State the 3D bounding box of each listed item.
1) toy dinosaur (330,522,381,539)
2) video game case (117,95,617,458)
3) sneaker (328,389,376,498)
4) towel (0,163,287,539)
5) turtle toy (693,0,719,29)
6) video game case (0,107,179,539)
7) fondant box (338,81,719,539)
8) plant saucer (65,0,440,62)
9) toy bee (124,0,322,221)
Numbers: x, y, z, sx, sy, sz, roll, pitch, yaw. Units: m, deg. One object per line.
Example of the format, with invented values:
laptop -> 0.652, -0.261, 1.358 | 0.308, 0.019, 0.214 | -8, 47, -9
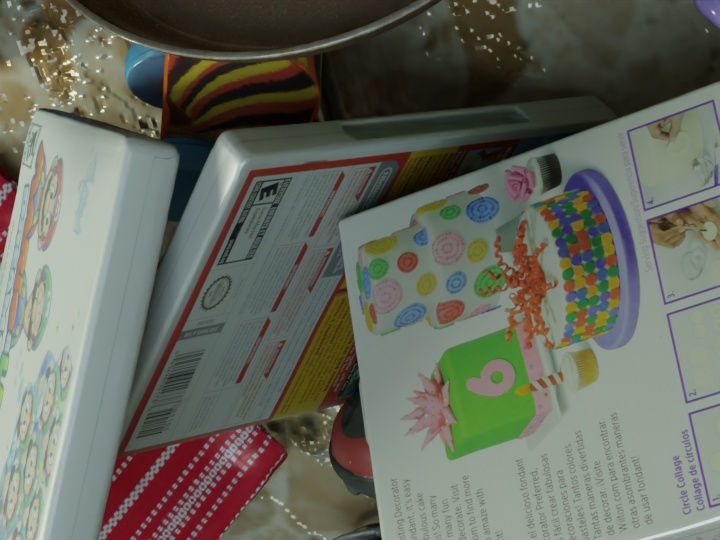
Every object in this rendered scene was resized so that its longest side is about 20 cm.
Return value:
toy dinosaur -> 0.053, 0.131, 0.877 | 0.199, 0.105, 0.182 | -4, 120, -21
video game case -> 0.000, 0.000, 0.749 | 0.017, 0.199, 0.143 | 48, 127, 29
sneaker -> 0.066, 0.015, 0.763 | 0.200, 0.071, 0.098 | -30, 132, 6
towel -> -0.141, 0.063, 0.854 | 0.200, 0.145, 0.022 | 45, 159, -12
turtle toy -> 0.143, -0.132, 0.667 | 0.199, 0.146, 0.101 | 8, 141, 13
video game case -> -0.118, 0.043, 0.737 | 0.024, 0.182, 0.201 | 12, 93, -20
fondant box -> 0.099, 0.025, 0.652 | 0.199, 0.145, 0.058 | -19, 152, 20
plant saucer -> -0.021, -0.149, 0.680 | 0.199, 0.201, 0.032 | 0, 151, 16
toy bee -> -0.043, -0.057, 0.781 | 0.108, 0.200, 0.132 | 7, 85, -16
